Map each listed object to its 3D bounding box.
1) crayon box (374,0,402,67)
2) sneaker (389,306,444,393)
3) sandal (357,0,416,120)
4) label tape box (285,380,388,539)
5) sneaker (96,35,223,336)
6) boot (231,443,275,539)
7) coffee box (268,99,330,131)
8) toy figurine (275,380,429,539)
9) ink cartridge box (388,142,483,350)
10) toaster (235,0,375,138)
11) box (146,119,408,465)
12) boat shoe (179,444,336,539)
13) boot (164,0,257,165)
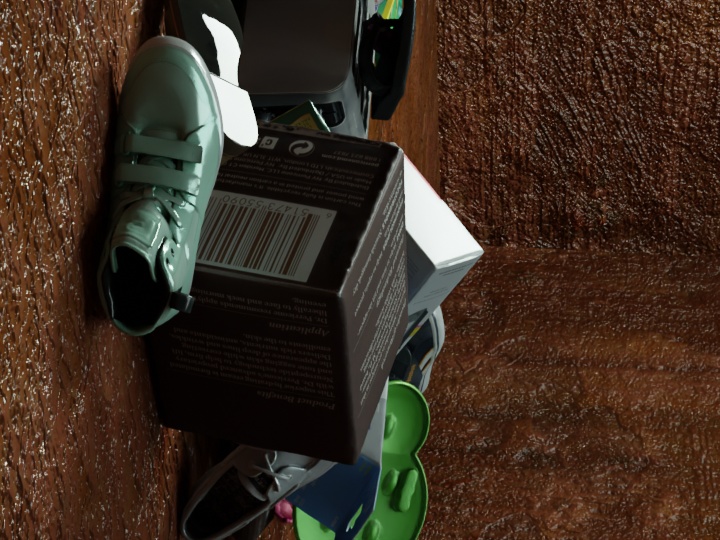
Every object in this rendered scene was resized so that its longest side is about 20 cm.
[{"bbox_3d":[-0.025,-0.251,2.000,0.200,0.119,0.058,-74,165,-63],"label":"crayon box"},{"bbox_3d":[0.031,0.083,1.909,0.079,0.078,0.200,-36,151,-27],"label":"sneaker"},{"bbox_3d":[0.018,-0.188,1.723,0.200,0.048,0.075,112,-16,-69],"label":"sandal"},{"bbox_3d":[-0.026,0.142,1.681,0.143,0.066,0.200,119,-18,-56],"label":"label tape box"},{"bbox_3d":[-0.134,-0.054,1.284,0.118,0.074,0.201,-86,180,-79],"label":"sneaker"},{"bbox_3d":[-0.097,0.136,1.814,0.187,0.064,0.200,-79,172,-46],"label":"boot"},{"bbox_3d":[-0.072,-0.078,1.650,0.044,0.123,0.200,61,2,12],"label":"coffee box"},{"bbox_3d":[-0.035,0.192,1.913,0.184,0.150,0.200,12,-100,59],"label":"toy figurine"},{"bbox_3d":[0.000,0.000,1.811,0.086,0.148,0.200,-19,154,-48],"label":"ink cartridge box"},{"bbox_3d":[-0.054,-0.202,1.765,0.181,0.118,0.200,79,15,-68],"label":"toaster"},{"bbox_3d":[-0.062,0.015,1.479,0.200,0.166,0.164,87,19,-46],"label":"box"},{"bbox_3d":[-0.079,0.163,1.578,0.072,0.200,0.069,51,31,-10],"label":"boat shoe"},{"bbox_3d":[-0.130,-0.153,1.416,0.074,0.075,0.200,27,40,-39],"label":"boot"}]
